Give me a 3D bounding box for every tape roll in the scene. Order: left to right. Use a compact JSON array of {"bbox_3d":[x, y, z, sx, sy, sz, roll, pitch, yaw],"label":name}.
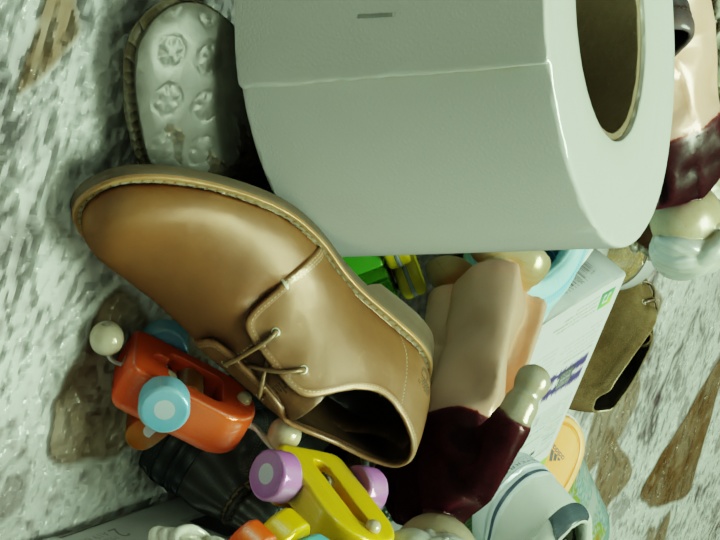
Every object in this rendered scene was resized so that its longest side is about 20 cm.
[{"bbox_3d":[0.048,-0.108,0.870,0.202,0.138,0.205,-1,90,-66],"label":"tape roll"}]

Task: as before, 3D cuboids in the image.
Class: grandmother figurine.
[{"bbox_3d":[0.047,0.077,0.919,0.121,0.060,0.201,-43,-153,52],"label":"grandmother figurine"},{"bbox_3d":[0.174,-0.083,1.081,0.120,0.061,0.201,-19,122,-11],"label":"grandmother figurine"}]

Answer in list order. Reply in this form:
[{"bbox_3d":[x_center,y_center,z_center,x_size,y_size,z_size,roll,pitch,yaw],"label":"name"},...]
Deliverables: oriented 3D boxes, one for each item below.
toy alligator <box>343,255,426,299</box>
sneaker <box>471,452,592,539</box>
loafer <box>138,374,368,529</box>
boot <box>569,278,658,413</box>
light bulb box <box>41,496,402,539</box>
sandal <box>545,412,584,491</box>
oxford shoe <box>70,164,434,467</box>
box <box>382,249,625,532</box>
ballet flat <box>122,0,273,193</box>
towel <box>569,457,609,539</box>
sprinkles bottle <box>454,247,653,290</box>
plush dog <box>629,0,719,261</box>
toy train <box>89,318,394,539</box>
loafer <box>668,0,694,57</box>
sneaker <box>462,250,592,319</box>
[{"bbox_3d":[0.000,0.000,1.020,0.200,0.059,0.055,61,10,-64],"label":"toy alligator"},{"bbox_3d":[0.105,0.203,1.195,0.073,0.071,0.201,-28,135,-22],"label":"sneaker"},{"bbox_3d":[-0.026,0.088,0.979,0.200,0.072,0.073,-18,145,-56],"label":"loafer"},{"bbox_3d":[0.180,0.020,1.362,0.201,0.075,0.074,-56,149,-31],"label":"boot"},{"bbox_3d":[-0.070,0.220,0.939,0.198,0.124,0.202,-10,115,-61],"label":"light bulb box"},{"bbox_3d":[0.096,0.176,1.276,0.079,0.059,0.207,46,66,-29],"label":"sandal"},{"bbox_3d":[-0.039,0.021,0.840,0.199,0.071,0.072,33,39,-31],"label":"oxford shoe"},{"bbox_3d":[0.073,0.090,1.158,0.144,0.036,0.201,-28,146,-41],"label":"box"},{"bbox_3d":[-0.064,-0.045,0.873,0.067,0.046,0.201,-40,140,-13],"label":"ballet flat"},{"bbox_3d":[0.113,0.219,1.395,0.201,0.048,0.171,-61,154,-20],"label":"towel"},{"bbox_3d":[0.126,-0.019,1.233,0.200,0.068,0.069,-2,109,-63],"label":"sprinkles bottle"},{"bbox_3d":[0.211,-0.124,1.222,0.159,0.172,0.201,-13,122,-25],"label":"plush dog"},{"bbox_3d":[-0.055,0.103,0.824,0.056,0.150,0.200,-56,-159,18],"label":"toy train"},{"bbox_3d":[0.085,-0.077,0.989,0.072,0.063,0.200,19,121,-47],"label":"loafer"},{"bbox_3d":[0.105,-0.034,1.078,0.082,0.074,0.201,-58,-174,47],"label":"sneaker"}]
